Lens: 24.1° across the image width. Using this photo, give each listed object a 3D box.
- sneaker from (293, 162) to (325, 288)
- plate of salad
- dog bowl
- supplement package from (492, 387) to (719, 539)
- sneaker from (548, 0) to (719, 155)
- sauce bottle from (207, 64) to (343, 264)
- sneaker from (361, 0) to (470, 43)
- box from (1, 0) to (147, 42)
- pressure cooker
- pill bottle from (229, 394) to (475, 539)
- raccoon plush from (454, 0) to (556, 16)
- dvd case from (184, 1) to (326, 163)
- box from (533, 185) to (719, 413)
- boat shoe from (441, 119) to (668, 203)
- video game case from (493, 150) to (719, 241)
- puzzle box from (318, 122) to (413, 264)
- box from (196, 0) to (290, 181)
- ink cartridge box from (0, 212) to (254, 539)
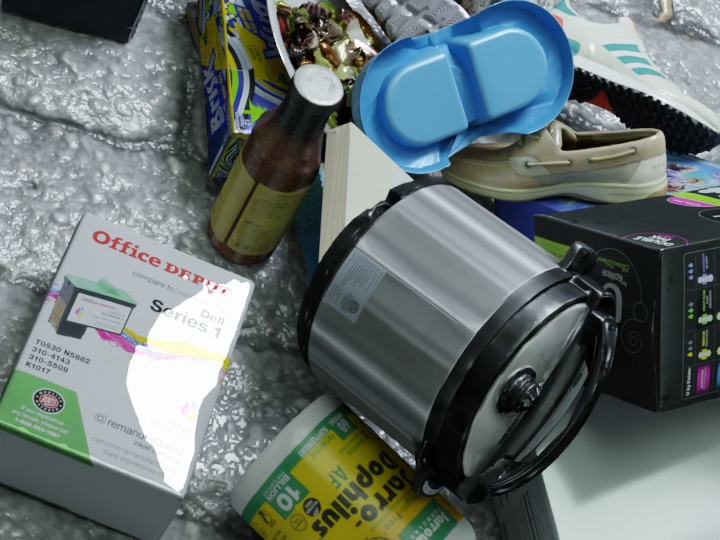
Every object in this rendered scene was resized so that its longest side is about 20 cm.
[{"bbox_3d":[0.000,0.000,1.374,0.080,0.077,0.201,8,58,-29],"label":"sneaker"},{"bbox_3d":[-0.014,-0.182,1.438,0.200,0.048,0.201,45,32,-39],"label":"plate of salad"},{"bbox_3d":[0.080,-0.153,1.401,0.199,0.050,0.112,-23,104,-19],"label":"dog bowl"},{"bbox_3d":[0.213,0.163,1.310,0.199,0.111,0.156,-4,62,-17],"label":"supplement package"},{"bbox_3d":[0.247,-0.183,1.524,0.199,0.070,0.094,26,66,8],"label":"sneaker"},{"bbox_3d":[-0.064,-0.082,1.319,0.066,0.200,0.066,13,53,-18],"label":"sauce bottle"},{"bbox_3d":[0.058,-0.220,1.499,0.200,0.077,0.112,57,11,7],"label":"sneaker"},{"bbox_3d":[-0.218,-0.341,1.429,0.123,0.197,0.201,11,54,-16],"label":"box"},{"bbox_3d":[0.075,0.055,1.183,0.200,0.176,0.178,36,49,27],"label":"pressure cooker"},{"bbox_3d":[0.012,0.195,1.218,0.200,0.113,0.113,43,51,8],"label":"pill bottle"},{"bbox_3d":[0.128,-0.185,1.577,0.134,0.097,0.201,20,81,-28],"label":"raccoon plush"},{"bbox_3d":[-0.062,-0.156,1.490,0.148,0.016,0.201,-4,59,-27],"label":"dvd case"},{"bbox_3d":[0.249,0.016,1.266,0.199,0.148,0.125,-10,106,-31],"label":"box"},{"bbox_3d":[0.165,-0.100,1.447,0.199,0.065,0.072,6,28,23],"label":"boat shoe"},{"bbox_3d":[0.249,-0.054,1.471,0.181,0.046,0.200,-21,30,-33],"label":"video game case"},{"bbox_3d":[0.033,-0.012,1.349,0.200,0.025,0.134,40,42,-45],"label":"puzzle box"},{"bbox_3d":[-0.095,-0.171,1.428,0.064,0.070,0.201,7,55,-20],"label":"box"},{"bbox_3d":[-0.177,0.075,1.233,0.144,0.084,0.201,23,51,-8],"label":"ink cartridge box"}]
